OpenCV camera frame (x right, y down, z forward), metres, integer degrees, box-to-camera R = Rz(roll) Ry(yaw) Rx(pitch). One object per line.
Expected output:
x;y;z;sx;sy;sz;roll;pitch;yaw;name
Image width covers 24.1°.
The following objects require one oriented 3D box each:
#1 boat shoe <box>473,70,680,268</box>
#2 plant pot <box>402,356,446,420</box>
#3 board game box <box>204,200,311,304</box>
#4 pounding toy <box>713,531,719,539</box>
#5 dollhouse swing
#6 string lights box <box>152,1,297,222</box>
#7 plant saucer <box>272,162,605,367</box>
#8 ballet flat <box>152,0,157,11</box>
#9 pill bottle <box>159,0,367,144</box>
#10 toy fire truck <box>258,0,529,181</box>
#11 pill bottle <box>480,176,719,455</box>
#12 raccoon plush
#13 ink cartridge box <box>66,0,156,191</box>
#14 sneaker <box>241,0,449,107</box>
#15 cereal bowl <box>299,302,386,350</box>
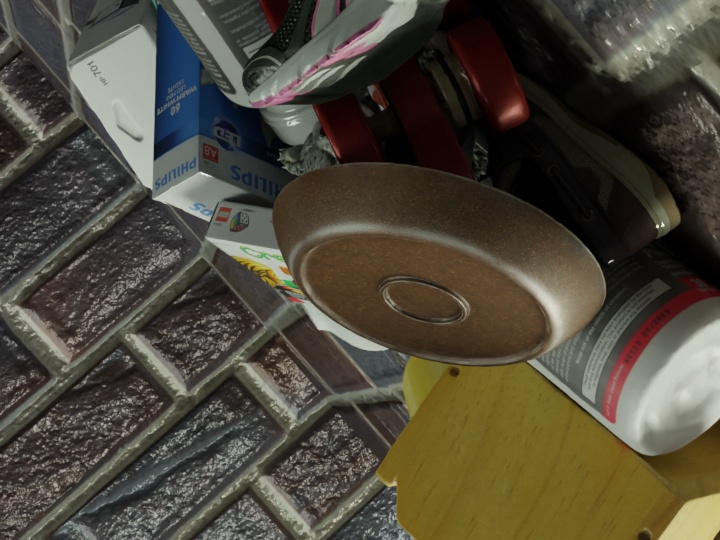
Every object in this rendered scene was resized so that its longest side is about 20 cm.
0.109;-0.066;1.042;0.200;0.065;0.072;39;162;41;boat shoe
0.128;0.141;1.443;0.189;0.201;0.201;59;180;43;plant pot
0.000;0.000;1.230;0.200;0.035;0.126;10;162;36;board game box
0.283;0.267;1.301;0.200;0.184;0.142;50;158;-6;pounding toy
0.160;0.147;1.146;0.200;0.182;0.176;40;-169;37;dollhouse swing
-0.103;-0.135;1.301;0.103;0.059;0.200;22;-125;-40;string lights box
0.041;0.006;0.976;0.200;0.035;0.200;13;153;7;plant saucer
-0.113;-0.204;1.525;0.071;0.069;0.200;18;157;36;ballet flat
-0.074;-0.188;1.202;0.111;0.111;0.200;35;164;54;pill bottle
0.030;-0.101;1.019;0.200;0.112;0.168;64;-178;28;toy fire truck
0.146;0.019;1.080;0.200;0.111;0.111;41;167;37;pill bottle
0.033;-0.060;1.196;0.097;0.134;0.200;39;166;46;raccoon plush
-0.186;-0.185;1.569;0.147;0.086;0.200;58;-166;-23;ink cartridge box
0.008;-0.164;0.879;0.080;0.200;0.086;-5;-119;-59;sneaker
-0.030;-0.006;1.567;0.200;0.083;0.200;58;177;5;cereal bowl
